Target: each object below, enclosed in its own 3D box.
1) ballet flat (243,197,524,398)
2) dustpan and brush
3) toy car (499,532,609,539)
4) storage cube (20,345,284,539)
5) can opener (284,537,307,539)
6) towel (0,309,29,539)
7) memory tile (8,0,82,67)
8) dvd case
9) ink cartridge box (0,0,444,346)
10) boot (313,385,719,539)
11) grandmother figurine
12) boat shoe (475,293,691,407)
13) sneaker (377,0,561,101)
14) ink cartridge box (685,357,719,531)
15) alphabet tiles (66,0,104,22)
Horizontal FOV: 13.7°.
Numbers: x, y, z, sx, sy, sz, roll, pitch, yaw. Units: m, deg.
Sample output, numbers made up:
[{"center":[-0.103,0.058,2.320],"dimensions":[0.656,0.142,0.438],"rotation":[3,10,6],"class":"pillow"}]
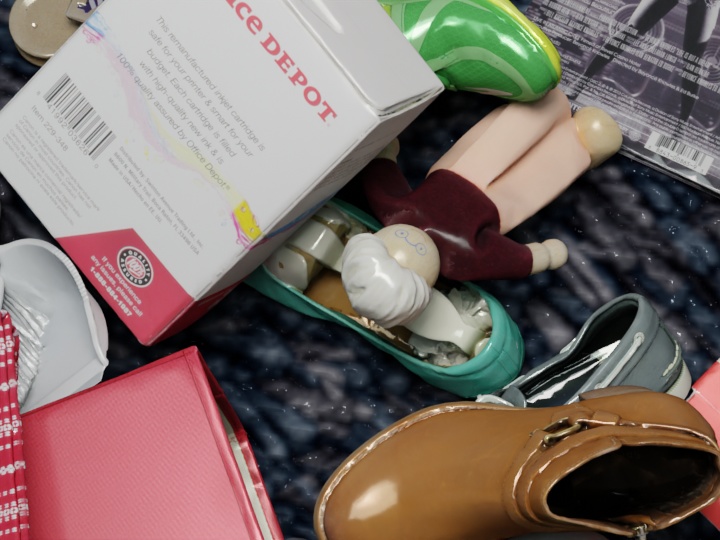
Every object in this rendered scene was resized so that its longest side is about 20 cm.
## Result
[{"center":[0.000,0.000,1.603],"dimensions":[0.200,0.070,0.067],"rotation":[29,77,14],"class":"ballet flat"},{"center":[-0.196,0.017,1.602],"dimensions":[0.139,0.057,0.200],"rotation":[-36,27,20],"class":"dustpan and brush"},{"center":[0.096,0.201,1.503],"dimensions":[0.177,0.184,0.200],"rotation":[-37,43,-6],"class":"toy car"},{"center":[-0.125,0.167,1.509],"dimensions":[0.179,0.171,0.200],"rotation":[-22,72,0],"class":"storage cube"},{"center":[-0.102,0.177,1.383],"dimensions":[0.200,0.079,0.064],"rotation":[-20,80,10],"class":"can opener"},{"center":[-0.217,0.128,1.419],"dimensions":[0.144,0.022,0.200],"rotation":[-19,59,18],"class":"towel"},{"center":[-0.090,-0.116,1.672],"dimensions":[0.199,0.017,0.154],"rotation":[-15,66,1],"class":"memory tile"},{"center":[0.180,-0.155,1.665],"dimensions":[0.148,0.016,0.200],"rotation":[25,77,14],"class":"dvd case"},{"center":[-0.078,-0.081,1.542],"dimensions":[0.200,0.086,0.148],"rotation":[-41,84,29],"class":"ink cartridge box"},{"center":[0.079,0.110,1.451],"dimensions":[0.199,0.155,0.077],"rotation":[-11,98,-4],"class":"boot"},{"center":[0.052,-0.036,1.570],"dimensions":[0.121,0.061,0.200],"rotation":[26,43,20],"class":"grandmother figurine"},{"center":[0.078,0.078,1.561],"dimensions":[0.200,0.062,0.073],"rotation":[-29,34,-9],"class":"boat shoe"},{"center":[0.011,-0.115,1.592],"dimensions":[0.199,0.074,0.084],"rotation":[13,66,15],"class":"sneaker"},{"center":[0.255,0.063,1.551],"dimensions":[0.200,0.067,0.116],"rotation":[-46,73,1],"class":"ink cartridge box"},{"center":[-0.076,-0.146,1.662],"dimensions":[0.167,0.008,0.200],"rotation":[18,69,14],"class":"alphabet tiles"}]
